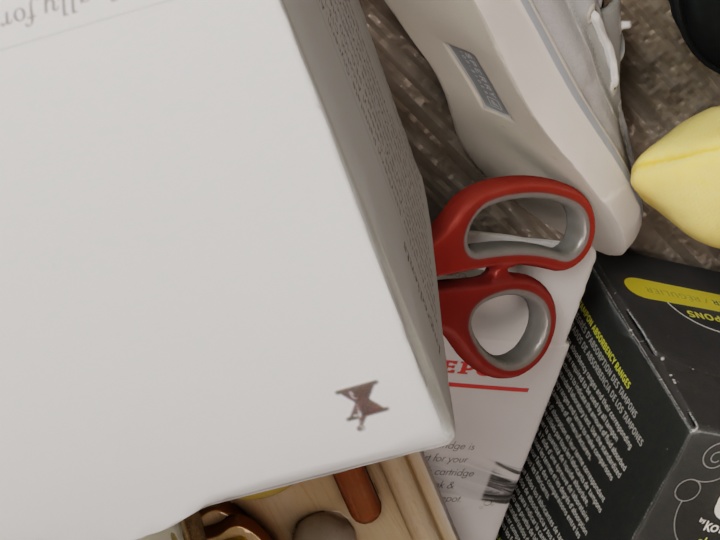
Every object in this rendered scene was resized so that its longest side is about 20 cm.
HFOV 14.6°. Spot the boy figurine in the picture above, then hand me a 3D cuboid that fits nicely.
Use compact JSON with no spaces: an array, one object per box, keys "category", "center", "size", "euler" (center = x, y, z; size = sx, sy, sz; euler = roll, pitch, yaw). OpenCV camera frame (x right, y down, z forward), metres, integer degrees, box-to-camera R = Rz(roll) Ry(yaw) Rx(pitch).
[{"category":"boy figurine","center":[0.178,-0.022,1.032],"size":[0.064,0.124,0.200],"euler":[-16,150,42]}]

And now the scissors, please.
[{"category":"scissors","center":[0.000,0.000,0.929],"size":[0.200,0.014,0.073],"euler":[3,108,-39]}]

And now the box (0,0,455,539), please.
[{"category":"box","center":[-0.096,-0.035,0.787],"size":[0.199,0.131,0.200],"euler":[-15,127,7]}]

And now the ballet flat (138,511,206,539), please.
[{"category":"ballet flat","center":[-0.075,0.121,0.942],"size":[0.068,0.072,0.200],"euler":[-21,124,-10]}]

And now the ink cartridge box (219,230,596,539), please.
[{"category":"ink cartridge box","center":[0.002,0.049,1.055],"size":[0.116,0.068,0.200],"euler":[6,124,-20]}]

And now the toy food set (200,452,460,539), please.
[{"category":"toy food set","center":[-0.050,0.088,0.991],"size":[0.143,0.060,0.200],"euler":[-16,120,11]}]

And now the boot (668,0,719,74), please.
[{"category":"boot","center":[0.173,-0.117,0.928],"size":[0.073,0.163,0.198],"euler":[5,123,-20]}]

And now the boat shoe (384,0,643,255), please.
[{"category":"boat shoe","center":[0.063,-0.080,0.985],"size":[0.069,0.072,0.200],"euler":[-53,136,-15]}]

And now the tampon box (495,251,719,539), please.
[{"category":"tampon box","center":[0.127,0.113,1.105],"size":[0.150,0.126,0.200],"euler":[12,120,-26]}]
